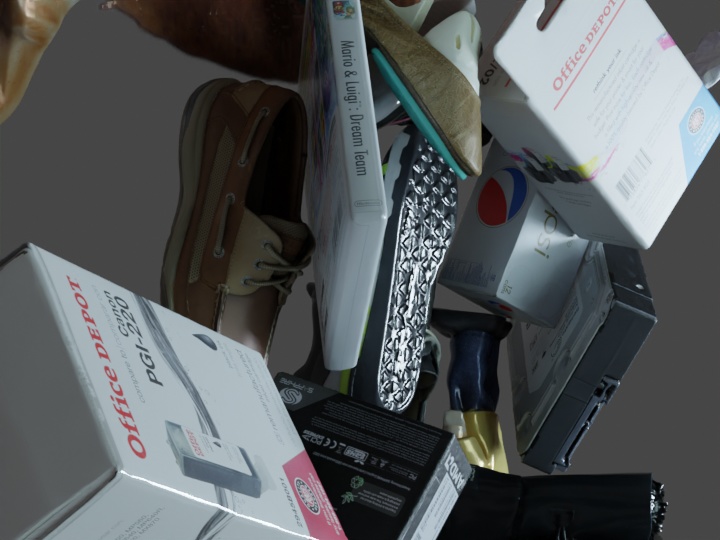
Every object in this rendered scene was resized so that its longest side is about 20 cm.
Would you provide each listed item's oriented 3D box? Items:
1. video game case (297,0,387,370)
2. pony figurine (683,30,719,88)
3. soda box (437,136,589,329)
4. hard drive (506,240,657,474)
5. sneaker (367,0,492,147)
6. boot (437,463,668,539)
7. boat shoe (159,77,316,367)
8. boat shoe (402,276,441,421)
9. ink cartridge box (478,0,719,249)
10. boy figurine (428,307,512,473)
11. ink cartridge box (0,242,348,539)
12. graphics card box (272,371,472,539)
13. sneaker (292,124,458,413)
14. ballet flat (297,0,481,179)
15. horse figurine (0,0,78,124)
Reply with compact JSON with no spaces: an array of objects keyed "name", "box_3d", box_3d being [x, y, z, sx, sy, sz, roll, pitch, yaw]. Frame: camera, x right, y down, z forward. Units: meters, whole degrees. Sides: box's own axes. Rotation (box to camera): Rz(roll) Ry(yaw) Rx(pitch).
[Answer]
[{"name":"video game case","box_3d":[-0.014,-0.064,0.989,0.200,0.024,0.182,100,-16,-64]},{"name":"pony figurine","box_3d":[0.204,-0.126,1.371,0.193,0.166,0.200,-49,144,-35]},{"name":"soda box","box_3d":[0.130,-0.066,1.209,0.068,0.064,0.200,28,81,-39]},{"name":"hard drive","box_3d":[0.150,0.037,1.230,0.200,0.038,0.140,-87,-158,-63]},{"name":"sneaker","box_3d":[0.045,-0.108,1.167,0.200,0.071,0.099,-51,127,-56]},{"name":"boot","box_3d":[0.113,0.213,1.131,0.076,0.168,0.201,-68,162,-62]},{"name":"boat shoe","box_3d":[-0.067,-0.014,1.008,0.076,0.072,0.201,4,86,-56]},{"name":"boat shoe","box_3d":[0.023,0.069,1.152,0.074,0.060,0.200,51,50,-43]},{"name":"ink cartridge box","box_3d":[0.143,-0.120,1.124,0.200,0.068,0.115,46,70,-36]},{"name":"boy figurine","box_3d":[0.072,0.130,1.222,0.124,0.064,0.201,26,70,-77]},{"name":"ink cartridge box","box_3d":[-0.110,0.090,0.875,0.200,0.085,0.146,28,27,-52]},{"name":"graphics card box","box_3d":[-0.037,0.164,0.971,0.200,0.125,0.051,-61,149,-22]},{"name":"sneaker","box_3d":[0.000,0.000,1.096,0.072,0.083,0.200,32,68,-54]},{"name":"ballet flat","box_3d":[0.027,-0.146,1.056,0.072,0.200,0.068,-40,158,-1]},{"name":"horse figurine","box_3d":[-0.163,-0.171,0.880,0.200,0.050,0.133,-65,152,-42]}]
